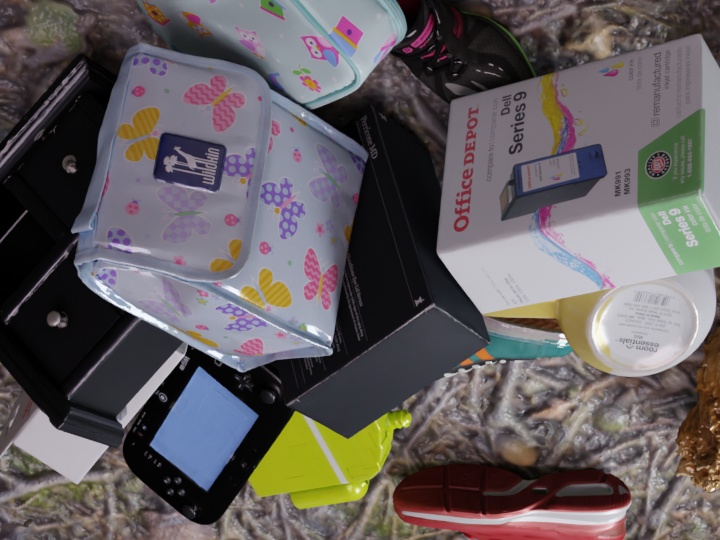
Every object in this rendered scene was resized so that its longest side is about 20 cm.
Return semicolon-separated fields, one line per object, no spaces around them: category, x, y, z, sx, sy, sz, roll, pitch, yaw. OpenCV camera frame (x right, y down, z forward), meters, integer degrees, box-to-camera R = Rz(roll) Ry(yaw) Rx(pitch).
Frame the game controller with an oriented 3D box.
game controller;-0.123;0.125;1.619;0.104;0.042;0.200;33;130;-2

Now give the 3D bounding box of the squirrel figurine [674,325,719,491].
squirrel figurine;0.354;0.130;1.595;0.198;0.142;0.188;6;131;18

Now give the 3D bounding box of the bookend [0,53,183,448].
bookend;-0.194;-0.013;1.478;0.199;0.092;0.200;-47;65;6

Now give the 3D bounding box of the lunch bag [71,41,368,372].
lunch bag;-0.101;-0.044;1.402;0.127;0.171;0.199;-14;146;44

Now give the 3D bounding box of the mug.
mug;0.184;0.009;1.502;0.186;0.154;0.150;-30;119;15

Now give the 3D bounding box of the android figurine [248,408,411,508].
android figurine;-0.054;0.120;1.637;0.199;0.041;0.183;-15;117;30

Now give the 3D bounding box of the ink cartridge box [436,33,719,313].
ink cartridge box;0.161;-0.065;1.412;0.199;0.146;0.088;-13;139;27

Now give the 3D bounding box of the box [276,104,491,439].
box;0.000;0.000;1.491;0.141;0.201;0.079;-36;137;24

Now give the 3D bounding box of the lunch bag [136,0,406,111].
lunch bag;-0.065;-0.184;1.421;0.160;0.077;0.200;45;156;-18

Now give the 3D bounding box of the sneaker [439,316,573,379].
sneaker;0.077;0.049;1.596;0.198;0.072;0.081;10;122;8

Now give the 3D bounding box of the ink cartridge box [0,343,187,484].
ink cartridge box;-0.213;0.086;1.613;0.068;0.115;0.200;35;117;-14

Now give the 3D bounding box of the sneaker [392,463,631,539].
sneaker;0.125;0.231;1.685;0.198;0.079;0.116;3;118;5

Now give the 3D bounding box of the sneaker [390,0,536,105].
sneaker;0.046;-0.170;1.464;0.199;0.084;0.077;37;117;-14
